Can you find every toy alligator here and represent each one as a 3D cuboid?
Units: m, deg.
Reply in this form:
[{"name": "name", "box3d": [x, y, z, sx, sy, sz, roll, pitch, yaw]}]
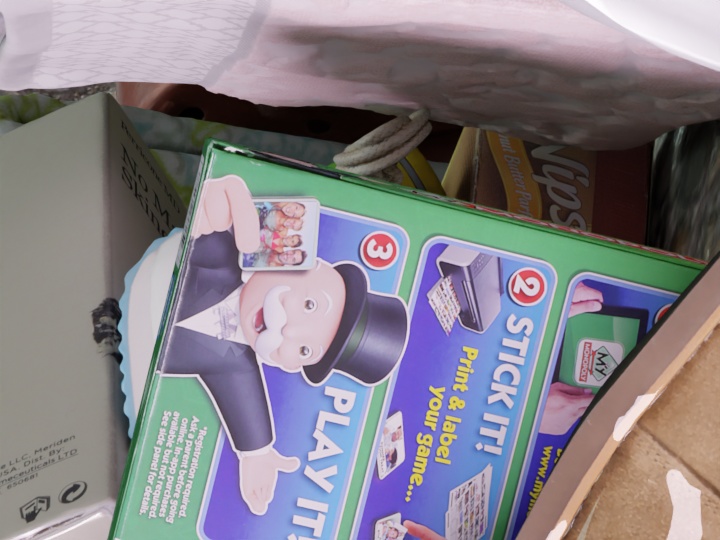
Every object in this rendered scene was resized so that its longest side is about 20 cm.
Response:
[{"name": "toy alligator", "box3d": [0.000, 0.000, 0.780, 0.054, 0.059, 0.200, 61, 168, 0]}]

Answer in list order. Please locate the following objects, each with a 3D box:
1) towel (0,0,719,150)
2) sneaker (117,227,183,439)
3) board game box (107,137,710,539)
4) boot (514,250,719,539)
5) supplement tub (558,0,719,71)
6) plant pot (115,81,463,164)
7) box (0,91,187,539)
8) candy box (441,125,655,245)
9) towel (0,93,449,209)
[{"name": "towel", "box3d": [0.004, -0.057, 0.692, 0.200, 0.190, 0.032, 164, 110, -81]}, {"name": "sneaker", "box3d": [0.004, 0.064, 0.694, 0.076, 0.081, 0.200, 40, -159, -55]}, {"name": "board game box", "box3d": [0.009, 0.086, 0.602, 0.029, 0.134, 0.201, -132, 57, -83]}, {"name": "boot", "box3d": [0.064, 0.059, 0.546, 0.200, 0.075, 0.074, -58, -15, 11]}, {"name": "supplement tub", "box3d": [0.066, -0.116, 0.470, 0.200, 0.144, 0.145, -93, 17, -69]}, {"name": "plant pot", "box3d": [-0.007, -0.108, 1.032, 0.201, 0.200, 0.196, 111, 162, -53]}, {"name": "box", "box3d": [-0.077, 0.041, 0.777, 0.082, 0.068, 0.200, 59, -168, -32]}, {"name": "candy box", "box3d": [0.032, 0.051, 0.859, 0.200, 0.055, 0.116, 110, 170, -52]}, {"name": "towel", "box3d": [-0.046, 0.029, 0.973, 0.048, 0.199, 0.172, -104, 28, -53]}]
